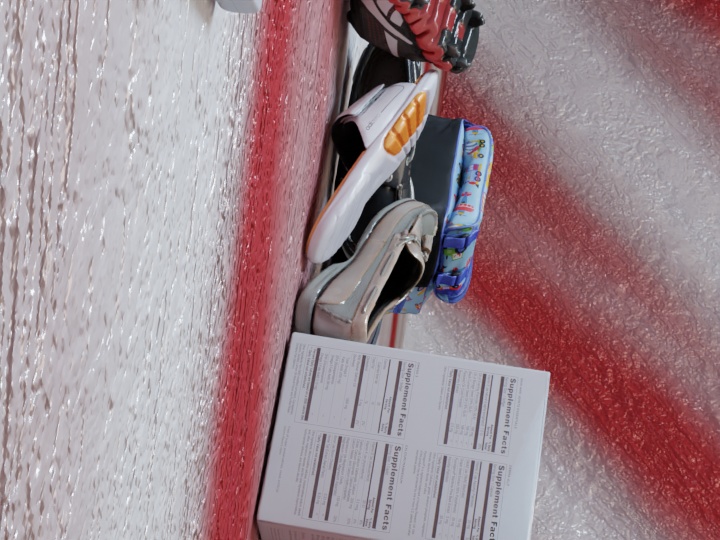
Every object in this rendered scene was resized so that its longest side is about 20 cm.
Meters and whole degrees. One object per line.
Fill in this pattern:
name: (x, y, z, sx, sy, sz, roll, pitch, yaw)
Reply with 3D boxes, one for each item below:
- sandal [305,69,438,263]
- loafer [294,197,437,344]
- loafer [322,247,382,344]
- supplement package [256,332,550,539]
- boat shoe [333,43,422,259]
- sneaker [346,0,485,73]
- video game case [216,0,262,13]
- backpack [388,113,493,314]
sandal: (-0.003, -0.098, 1.272, 0.207, 0.059, 0.079, -54, 168, -31)
loafer: (0.021, 0.007, 1.284, 0.200, 0.062, 0.072, -43, 138, -48)
loafer: (0.000, 0.000, 1.405, 0.063, 0.071, 0.201, 84, 17, -58)
supplement package: (0.034, 0.156, 1.231, 0.152, 0.198, 0.152, 90, 10, -68)
boat shoe: (0.015, -0.105, 1.363, 0.060, 0.073, 0.202, 45, 57, -78)
sneaker: (0.022, -0.226, 1.252, 0.201, 0.097, 0.071, 49, 56, -54)
video game case: (-0.044, -0.220, 0.631, 0.182, 0.023, 0.202, 46, 52, -85)
backpack: (0.051, -0.039, 1.595, 0.201, 0.133, 0.183, 98, 4, -46)
